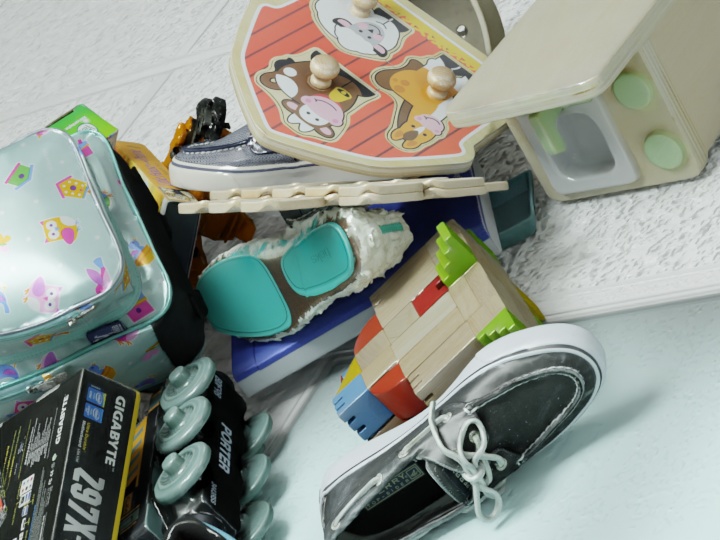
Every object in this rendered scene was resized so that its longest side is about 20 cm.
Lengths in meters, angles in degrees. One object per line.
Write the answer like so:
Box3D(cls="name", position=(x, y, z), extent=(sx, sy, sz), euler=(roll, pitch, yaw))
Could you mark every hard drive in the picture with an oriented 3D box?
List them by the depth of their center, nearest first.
Box3D(cls="hard drive", position=(0.000, 0.000, 1.664), extent=(0.199, 0.025, 0.132), euler=(-30, 25, 12))

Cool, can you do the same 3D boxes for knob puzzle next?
Box3D(cls="knob puzzle", position=(0.000, -0.132, 1.617), extent=(0.220, 0.219, 0.031), euler=(-66, -3, -48))

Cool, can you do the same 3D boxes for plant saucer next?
Box3D(cls="plant saucer", position=(0.036, -0.004, 1.677), extent=(0.199, 0.019, 0.070), euler=(-26, 26, 17))

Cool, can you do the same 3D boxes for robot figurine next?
Box3D(cls="robot figurine", position=(-0.126, -0.048, 1.872), extent=(0.200, 0.058, 0.145), euler=(-100, 34, -62))

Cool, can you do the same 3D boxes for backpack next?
Box3D(cls="backpack", position=(-0.226, 0.016, 1.605), extent=(0.199, 0.153, 0.176), euler=(-30, 61, 6))

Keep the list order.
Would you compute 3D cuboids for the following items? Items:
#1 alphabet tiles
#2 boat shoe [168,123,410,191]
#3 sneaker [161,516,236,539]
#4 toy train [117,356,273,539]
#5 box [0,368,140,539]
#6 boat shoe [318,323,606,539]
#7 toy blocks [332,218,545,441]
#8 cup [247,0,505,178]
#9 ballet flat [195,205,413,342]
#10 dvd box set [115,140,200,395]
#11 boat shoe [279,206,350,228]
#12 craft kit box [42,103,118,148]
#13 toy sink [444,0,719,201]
Box3D(cls="alphabet tiles", position=(-0.011, -0.051, 1.579), extent=(0.195, 0.015, 0.200), euler=(-6, 4, -33))
Box3D(cls="boat shoe", position=(-0.046, -0.110, 1.720), extent=(0.199, 0.093, 0.075), euler=(-4, 13, 16))
Box3D(cls="sneaker", position=(-0.077, 0.203, 1.361), extent=(0.078, 0.090, 0.200), euler=(-37, 26, -5))
Box3D(cls="toy train", position=(-0.118, 0.138, 1.549), extent=(0.114, 0.085, 0.200), euler=(-38, 23, 17))
Box3D(cls="box", position=(-0.210, 0.179, 1.502), extent=(0.160, 0.049, 0.201), euler=(-35, 39, 45))
Box3D(cls="boat shoe", position=(0.057, 0.105, 1.388), extent=(0.199, 0.074, 0.068), euler=(-30, 27, 16))
Box3D(cls="toy blocks", position=(0.041, 0.057, 1.495), extent=(0.137, 0.100, 0.200), euler=(-44, 23, 8))
Box3D(cls="cup", position=(0.029, -0.161, 1.795), extent=(0.200, 0.201, 0.143), euler=(-22, 2, 26))
Box3D(cls="ballet flat", position=(-0.033, 0.001, 1.593), extent=(0.200, 0.072, 0.072), euler=(-19, 27, 53))
Box3D(cls="dvd box set", position=(-0.167, -0.005, 1.806), extent=(0.200, 0.029, 0.147), euler=(-136, 56, -67))
Box3D(cls="boat shoe", position=(-0.052, -0.087, 1.881), extent=(0.073, 0.062, 0.200), euler=(-33, 25, 5))
Box3D(cls="craft kit box", position=(-0.272, -0.002, 1.798), extent=(0.048, 0.201, 0.197), euler=(35, 44, 19))
Box3D(cls="toy sink", position=(0.171, -0.123, 1.608), extent=(0.130, 0.112, 0.200), euler=(-11, 29, 42))
